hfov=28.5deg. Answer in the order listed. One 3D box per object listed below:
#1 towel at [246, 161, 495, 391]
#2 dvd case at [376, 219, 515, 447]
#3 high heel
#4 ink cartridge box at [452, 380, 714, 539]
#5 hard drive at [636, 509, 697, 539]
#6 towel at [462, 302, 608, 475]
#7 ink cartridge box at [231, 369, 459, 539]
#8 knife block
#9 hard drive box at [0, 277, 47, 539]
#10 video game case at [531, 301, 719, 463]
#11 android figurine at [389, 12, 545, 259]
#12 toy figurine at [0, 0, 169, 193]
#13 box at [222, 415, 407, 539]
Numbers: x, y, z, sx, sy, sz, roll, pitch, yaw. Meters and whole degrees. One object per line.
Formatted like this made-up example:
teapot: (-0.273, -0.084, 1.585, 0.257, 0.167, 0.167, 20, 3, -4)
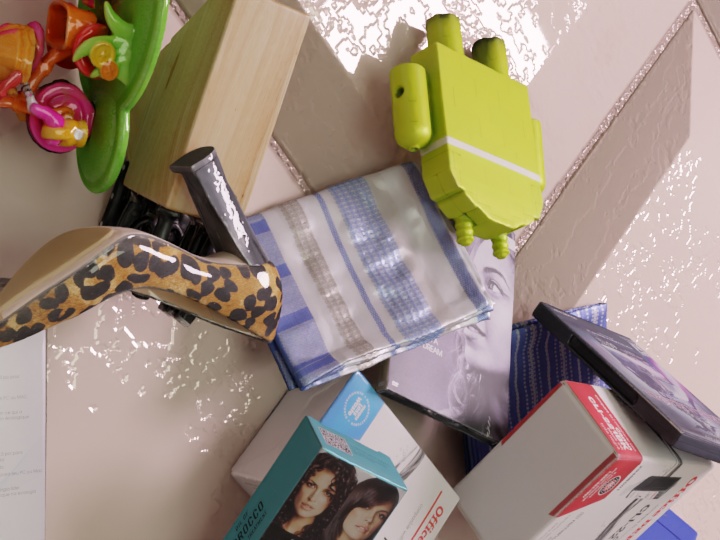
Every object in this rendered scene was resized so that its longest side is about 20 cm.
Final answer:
towel: (0.000, 0.000, 1.105, 0.198, 0.024, 0.148, -20, 77, -31)
dvd case: (0.076, 0.030, 1.180, 0.148, 0.016, 0.203, 28, 55, -37)
high heel: (-0.138, 0.031, 0.910, 0.199, 0.071, 0.144, -37, 118, -25)
ink cartridge box: (0.194, 0.178, 1.211, 0.144, 0.084, 0.199, -48, 149, 20)
hard drive: (0.254, 0.318, 1.373, 0.132, 0.025, 0.202, 39, 68, -34)
towel: (0.164, 0.116, 1.293, 0.198, 0.024, 0.147, -13, 100, -39)
ink cartridge box: (0.002, 0.185, 1.131, 0.201, 0.066, 0.116, 52, 60, -28)
knife block: (-0.107, -0.070, 0.968, 0.063, 0.199, 0.178, 14, 53, -39)
hard drive box: (-0.280, 0.107, 0.887, 0.154, 0.076, 0.203, 0, 92, -40)
video game case: (0.252, 0.103, 1.238, 0.142, 0.200, 0.019, 21, 106, -41)
android figurine: (0.096, -0.109, 1.178, 0.181, 0.041, 0.203, 15, 63, -44)
toy figurine: (-0.235, -0.156, 0.890, 0.182, 0.150, 0.203, 4, 103, -32)
box: (-0.056, 0.212, 1.033, 0.082, 0.049, 0.201, 28, 102, -26)
